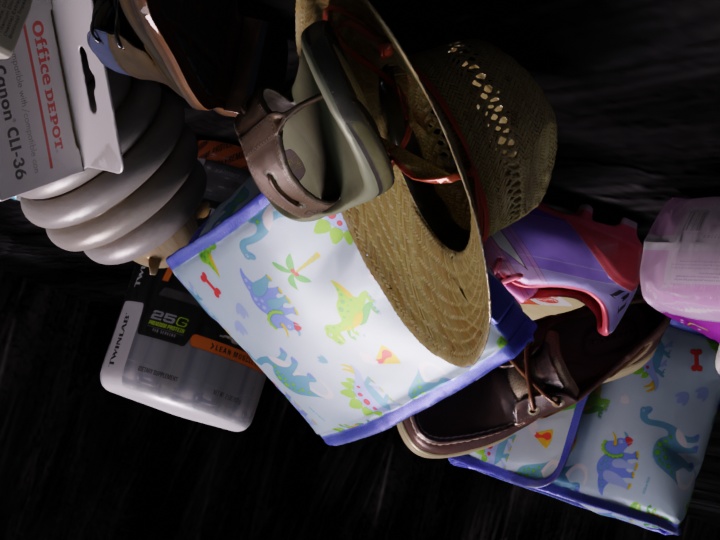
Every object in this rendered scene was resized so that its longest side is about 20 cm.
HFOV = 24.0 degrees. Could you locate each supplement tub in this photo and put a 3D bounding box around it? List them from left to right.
[{"bbox_3d":[-0.112,0.011,1.286,0.122,0.201,0.123,16,171,3],"label":"supplement tub"}]

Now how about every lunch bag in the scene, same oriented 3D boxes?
[{"bbox_3d":[0.000,0.000,1.037,0.170,0.128,0.200,47,154,-9],"label":"lunch bag"},{"bbox_3d":[0.189,0.109,1.396,0.199,0.171,0.127,18,172,9],"label":"lunch bag"}]

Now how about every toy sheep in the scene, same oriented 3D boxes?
[{"bbox_3d":[-0.172,-0.078,1.099,0.138,0.138,0.200,7,144,51],"label":"toy sheep"}]

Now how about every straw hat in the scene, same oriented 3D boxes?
[{"bbox_3d":[0.048,-0.062,0.820,0.085,0.202,0.201,-23,-176,-17],"label":"straw hat"}]

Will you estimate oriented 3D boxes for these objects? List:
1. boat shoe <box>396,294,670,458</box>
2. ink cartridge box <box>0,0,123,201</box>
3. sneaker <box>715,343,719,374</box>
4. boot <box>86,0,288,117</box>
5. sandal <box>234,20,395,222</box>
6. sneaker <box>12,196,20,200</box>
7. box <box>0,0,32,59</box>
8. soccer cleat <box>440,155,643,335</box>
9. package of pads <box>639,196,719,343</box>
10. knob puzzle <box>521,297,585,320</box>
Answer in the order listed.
[{"bbox_3d":[0.118,0.063,1.119,0.199,0.073,0.072,-19,170,-15],"label":"boat shoe"},{"bbox_3d":[-0.231,-0.109,0.998,0.199,0.117,0.067,9,-154,44],"label":"ink cartridge box"},{"bbox_3d":[0.303,0.058,1.147,0.199,0.082,0.075,23,169,-39],"label":"sneaker"},{"bbox_3d":[-0.108,-0.122,0.850,0.096,0.075,0.200,13,172,14],"label":"boot"},{"bbox_3d":[-0.032,-0.056,0.824,0.057,0.080,0.201,-23,173,-17],"label":"sandal"},{"bbox_3d":[-0.245,-0.097,1.262,0.075,0.087,0.200,19,170,3],"label":"sneaker"},{"bbox_3d":[-0.243,-0.173,0.784,0.068,0.083,0.200,10,168,47],"label":"box"},{"bbox_3d":[0.085,-0.020,1.099,0.199,0.077,0.067,17,172,5],"label":"soccer cleat"},{"bbox_3d":[0.258,0.008,0.925,0.120,0.076,0.200,25,169,-27],"label":"package of pads"},{"bbox_3d":[0.114,-0.003,1.248,0.219,0.031,0.220,29,171,5],"label":"knob puzzle"}]
